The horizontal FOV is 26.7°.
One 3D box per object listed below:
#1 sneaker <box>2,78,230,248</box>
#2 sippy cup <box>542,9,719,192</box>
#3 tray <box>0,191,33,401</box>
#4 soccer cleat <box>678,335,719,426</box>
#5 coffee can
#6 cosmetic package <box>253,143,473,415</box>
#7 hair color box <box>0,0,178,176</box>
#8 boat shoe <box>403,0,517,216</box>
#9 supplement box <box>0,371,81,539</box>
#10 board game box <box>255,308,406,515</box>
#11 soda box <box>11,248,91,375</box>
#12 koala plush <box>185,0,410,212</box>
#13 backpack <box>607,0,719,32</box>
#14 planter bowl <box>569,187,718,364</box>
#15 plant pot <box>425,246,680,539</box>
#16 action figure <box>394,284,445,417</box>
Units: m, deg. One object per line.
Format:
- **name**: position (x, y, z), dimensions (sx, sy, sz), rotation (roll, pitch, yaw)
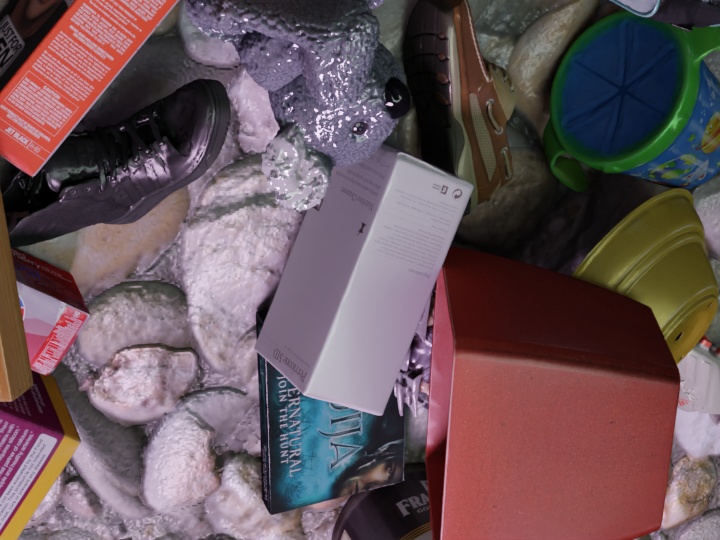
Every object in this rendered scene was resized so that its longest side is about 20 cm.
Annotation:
- **sneaker**: position (-0.185, -0.076, 1.097), dimensions (0.103, 0.061, 0.199), rotation (2, 152, -42)
- **sippy cup**: position (0.249, -0.132, 1.275), dimensions (0.130, 0.177, 0.141), rotation (21, 79, -45)
- **tray**: position (-0.285, -0.012, 1.014), dimensions (0.097, 0.037, 0.202), rotation (-2, 104, 17)
- **soccer cleat**: position (0.323, 0.098, 1.477), dimensions (0.199, 0.069, 0.078), rotation (29, 106, -38)
- **coffee can**: position (0.076, 0.294, 1.385), dimensions (0.145, 0.200, 0.148), rotation (-12, 123, -19)
- **cosmetic package**: position (0.000, 0.000, 1.213), dimensions (0.081, 0.113, 0.202), rotation (20, 95, -30)
- **hair color box**: position (-0.195, -0.174, 1.046), dimensions (0.200, 0.102, 0.061), rotation (-49, 126, 6)
- **boat shoe**: position (0.086, -0.140, 1.226), dimensions (0.073, 0.076, 0.201), rotation (-24, 134, -17)
- **supplement box**: position (-0.335, 0.122, 1.147), dimensions (0.199, 0.103, 0.131), rotation (29, 102, -36)
- **board game box**: position (-0.024, 0.115, 1.340), dimensions (0.134, 0.028, 0.202), rotation (-11, 122, -19)
- **soda box**: position (-0.302, 0.005, 1.115), dimensions (0.199, 0.070, 0.064), rotation (29, 102, -34)
- **koala plush**: position (-0.027, -0.158, 1.107), dimensions (0.178, 0.182, 0.201), rotation (-58, 148, -32)
- **backpack**: position (0.211, -0.300, 1.125), dimensions (0.152, 0.176, 0.202), rotation (9, 110, -34)
- **planter bowl**: position (0.248, 0.034, 1.305), dimensions (0.200, 0.083, 0.201), rotation (-36, 153, -22)
- **plant pot**: position (0.146, 0.110, 1.186), dimensions (0.174, 0.200, 0.202), rotation (2, 112, -2)
- **action figure**: position (0.091, 0.062, 1.328), dimensions (0.198, 0.069, 0.131), rotation (-5, 122, -30)
